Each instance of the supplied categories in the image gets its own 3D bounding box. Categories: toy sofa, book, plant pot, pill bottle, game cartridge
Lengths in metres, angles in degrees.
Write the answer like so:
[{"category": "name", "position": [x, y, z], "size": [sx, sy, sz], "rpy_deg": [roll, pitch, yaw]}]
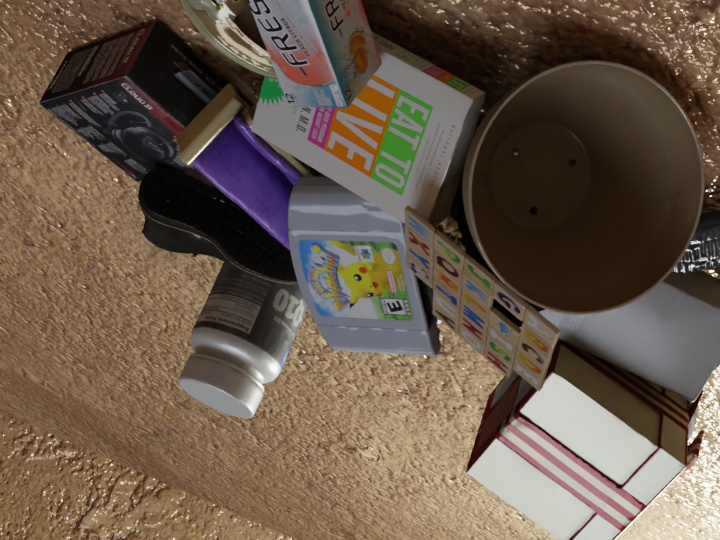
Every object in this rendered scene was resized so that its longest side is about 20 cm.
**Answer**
[{"category": "toy sofa", "position": [-0.087, -0.084, 1.258], "size": [0.200, 0.083, 0.098], "rpy_deg": [42, -170, -30]}, {"category": "book", "position": [0.004, -0.141, 1.109], "size": [0.199, 0.048, 0.135], "rpy_deg": [31, 124, 20]}, {"category": "plant pot", "position": [0.171, -0.076, 1.062], "size": [0.199, 0.202, 0.134], "rpy_deg": [29, -176, -13]}, {"category": "pill bottle", "position": [-0.128, 0.058, 1.447], "size": [0.112, 0.202, 0.114], "rpy_deg": [19, 159, 8]}, {"category": "game cartridge", "position": [0.000, 0.000, 1.232], "size": [0.132, 0.041, 0.202], "rpy_deg": [4, 128, 26]}]

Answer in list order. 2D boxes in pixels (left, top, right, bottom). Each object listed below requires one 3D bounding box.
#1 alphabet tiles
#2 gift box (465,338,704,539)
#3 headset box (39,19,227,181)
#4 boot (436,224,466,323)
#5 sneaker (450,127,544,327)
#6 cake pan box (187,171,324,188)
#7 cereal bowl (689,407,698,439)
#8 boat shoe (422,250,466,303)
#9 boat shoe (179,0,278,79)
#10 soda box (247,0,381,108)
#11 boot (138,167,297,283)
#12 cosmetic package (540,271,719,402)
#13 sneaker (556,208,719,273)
[{"category": "alphabet tiles", "position": [0.103, 0.035, 1.122], "size": [0.167, 0.008, 0.200], "rpy_deg": [40, 165, 16]}, {"category": "gift box", "position": [0.243, 0.158, 1.302], "size": [0.186, 0.200, 0.185], "rpy_deg": [36, 124, -1]}, {"category": "headset box", "position": [-0.221, -0.175, 1.325], "size": [0.199, 0.078, 0.148], "rpy_deg": [-6, 143, 47]}, {"category": "boot", "position": [0.091, -0.028, 1.368], "size": [0.094, 0.074, 0.201], "rpy_deg": [-13, 133, 9]}, {"category": "sneaker", "position": [0.117, -0.047, 1.152], "size": [0.075, 0.106, 0.201], "rpy_deg": [-37, 87, 29]}, {"category": "cake pan box", "position": [-0.078, -0.083, 1.415], "size": [0.199, 0.053, 0.183], "rpy_deg": [38, 155, -28]}, {"category": "cereal bowl", "position": [0.289, 0.127, 1.434], "size": [0.197, 0.084, 0.202], "rpy_deg": [15, 136, 15]}, {"category": "boat shoe", "position": [0.054, 0.022, 1.299], "size": [0.199, 0.075, 0.087], "rpy_deg": [4, 129, 26]}, {"category": "boat shoe", "position": [-0.116, -0.247, 1.052], "size": [0.200, 0.074, 0.066], "rpy_deg": [43, 146, -10]}, {"category": "soda box", "position": [-0.050, -0.229, 0.998], "size": [0.063, 0.069, 0.202], "rpy_deg": [6, 133, 34]}, {"category": "boot", "position": [-0.155, -0.036, 1.406], "size": [0.198, 0.078, 0.138], "rpy_deg": [31, 159, -1]}, {"category": "cosmetic package", "position": [0.265, 0.032, 1.240], "size": [0.198, 0.090, 0.108], "rpy_deg": [25, 115, -5]}, {"category": "sneaker", "position": [0.268, -0.042, 1.143], "size": [0.197, 0.083, 0.071], "rpy_deg": [-9, 145, 1]}]
